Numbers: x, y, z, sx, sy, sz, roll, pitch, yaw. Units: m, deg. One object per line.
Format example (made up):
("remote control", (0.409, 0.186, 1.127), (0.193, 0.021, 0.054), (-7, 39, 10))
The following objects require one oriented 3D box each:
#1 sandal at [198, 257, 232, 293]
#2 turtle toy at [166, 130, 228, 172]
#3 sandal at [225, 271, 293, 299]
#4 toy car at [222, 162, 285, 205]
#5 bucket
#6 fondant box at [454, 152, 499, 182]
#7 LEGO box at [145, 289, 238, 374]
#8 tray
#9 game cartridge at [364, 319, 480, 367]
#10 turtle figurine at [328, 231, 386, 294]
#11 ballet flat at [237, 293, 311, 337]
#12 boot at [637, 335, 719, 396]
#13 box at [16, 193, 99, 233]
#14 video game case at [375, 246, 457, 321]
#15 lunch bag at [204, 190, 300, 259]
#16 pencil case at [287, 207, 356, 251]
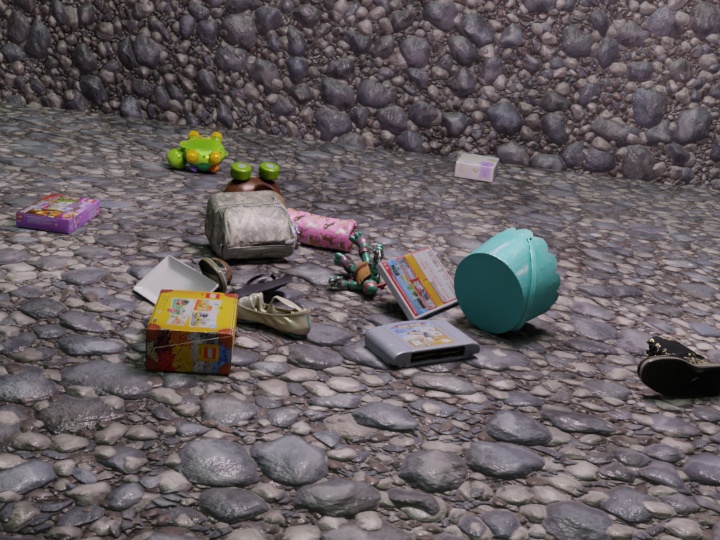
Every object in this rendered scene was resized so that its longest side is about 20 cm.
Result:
("sandal", (-0.299, 0.003, 1.859), (0.057, 0.081, 0.201), (-17, 11, -13))
("turtle toy", (-0.530, -0.376, 2.909), (0.197, 0.102, 0.147), (2, 43, -7))
("sandal", (-0.211, 0.027, 1.867), (0.076, 0.043, 0.199), (-25, -5, 33))
("toy car", (-0.258, -0.165, 2.328), (0.156, 0.166, 0.200), (-4, 34, -29))
("bucket", (0.304, 0.026, 1.870), (0.206, 0.209, 0.134), (21, 33, 37))
("fondant box", (0.435, -0.385, 3.329), (0.143, 0.059, 0.200), (10, 20, 11))
("LEGO box", (-0.300, 0.107, 1.614), (0.147, 0.078, 0.200), (5, 19, -6))
("tray", (-0.374, 0.039, 1.820), (0.107, 0.022, 0.199), (-45, 43, -20))
("game cartridge", (0.115, 0.138, 1.731), (0.198, 0.042, 0.133), (-5, 26, -29))
("turtle figurine", (0.000, 0.000, 2.008), (0.149, 0.101, 0.200), (-34, 31, 5))
("ballet flat", (-0.185, 0.077, 1.760), (0.198, 0.070, 0.069), (13, 20, 19))
("boot", (0.583, 0.178, 1.712), (0.201, 0.074, 0.154), (6, 15, -21))
("box", (-0.761, -0.146, 2.261), (0.135, 0.040, 0.200), (8, 19, 3))
("video game case", (0.132, 0.027, 1.950), (0.199, 0.017, 0.144), (-17, 71, -51))
("lunch bag", (-0.261, -0.096, 2.148), (0.198, 0.141, 0.168), (-4, 38, -25))
("pencil case", (-0.109, -0.105, 2.293), (0.198, 0.084, 0.086), (11, 13, 15))
